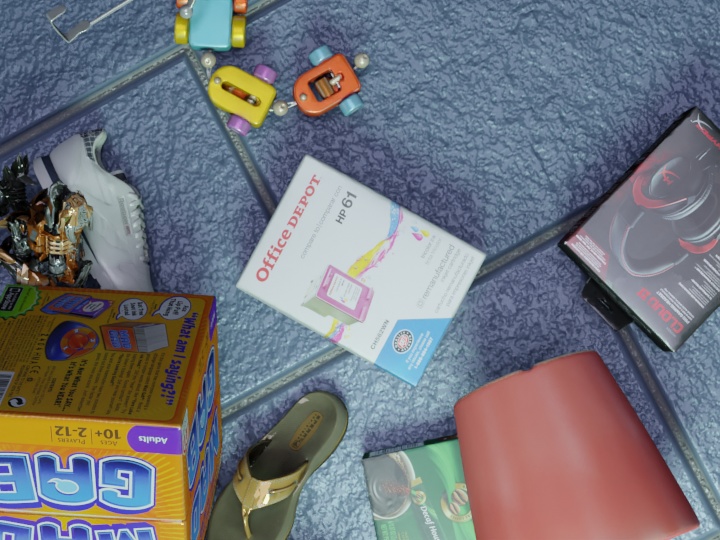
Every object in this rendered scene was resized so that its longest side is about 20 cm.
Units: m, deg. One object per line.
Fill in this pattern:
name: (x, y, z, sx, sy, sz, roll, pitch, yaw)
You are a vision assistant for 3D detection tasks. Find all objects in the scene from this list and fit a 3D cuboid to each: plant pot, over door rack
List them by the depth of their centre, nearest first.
plant pot: (0.177, 0.179, 1.338, 0.199, 0.200, 0.179, -20, 77, 2)
over door rack: (-0.220, -0.290, 1.418, 0.199, 0.067, 0.148, -25, 51, -15)

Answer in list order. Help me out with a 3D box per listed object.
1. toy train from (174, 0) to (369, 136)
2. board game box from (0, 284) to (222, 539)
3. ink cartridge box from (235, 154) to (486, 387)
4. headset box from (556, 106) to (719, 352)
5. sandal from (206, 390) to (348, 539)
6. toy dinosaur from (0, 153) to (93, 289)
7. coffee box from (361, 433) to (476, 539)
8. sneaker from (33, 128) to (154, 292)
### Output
toy train: (-0.091, -0.213, 1.461, 0.150, 0.056, 0.201, -36, 88, -5)
board game box: (-0.237, 0.153, 1.350, 0.197, 0.201, 0.202, 3, 121, 3)
ink cartridge box: (0.000, 0.000, 1.435, 0.199, 0.085, 0.145, 29, 91, 4)
headset box: (0.294, -0.030, 1.427, 0.149, 0.075, 0.200, 45, 91, 2)
sandal: (-0.082, 0.192, 1.420, 0.080, 0.054, 0.201, 26, 70, 24)
toy dinosaur: (-0.312, -0.022, 1.403, 0.136, 0.102, 0.200, 43, 118, 5)
coffee box: (0.108, 0.216, 1.447, 0.198, 0.044, 0.124, -11, 88, 2)
sneaker: (-0.238, -0.039, 1.455, 0.080, 0.076, 0.201, -29, 90, -8)
